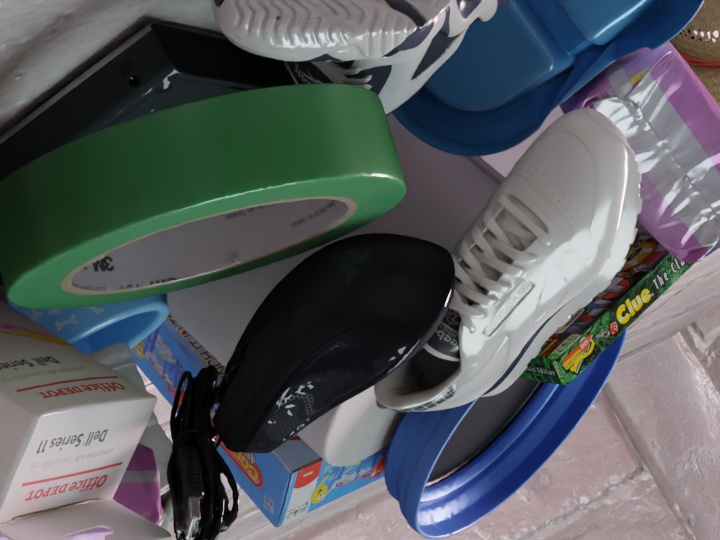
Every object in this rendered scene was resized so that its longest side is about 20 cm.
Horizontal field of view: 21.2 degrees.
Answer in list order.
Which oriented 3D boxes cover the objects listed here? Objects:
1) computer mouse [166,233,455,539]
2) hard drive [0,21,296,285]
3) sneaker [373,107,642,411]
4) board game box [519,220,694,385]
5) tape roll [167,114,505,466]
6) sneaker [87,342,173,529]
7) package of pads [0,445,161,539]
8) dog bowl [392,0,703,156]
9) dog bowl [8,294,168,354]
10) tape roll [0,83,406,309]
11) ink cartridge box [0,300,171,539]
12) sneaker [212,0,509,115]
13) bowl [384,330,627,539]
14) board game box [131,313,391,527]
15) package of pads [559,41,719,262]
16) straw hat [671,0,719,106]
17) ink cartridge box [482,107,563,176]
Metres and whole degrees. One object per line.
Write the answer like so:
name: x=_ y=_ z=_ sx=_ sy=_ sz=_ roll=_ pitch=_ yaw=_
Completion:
computer mouse: x=-0.038 y=0.045 z=1.006 sx=0.200 sy=0.053 sz=0.139 roll=-39 pitch=-151 yaw=19
hard drive: x=-0.143 y=-0.054 z=0.993 sx=0.200 sy=0.033 sz=0.139 roll=-34 pitch=168 yaw=20
sneaker: x=0.077 y=0.001 z=1.020 sx=0.080 sy=0.076 sz=0.200 roll=-11 pitch=138 yaw=-46
board game box: x=0.148 y=-0.004 z=1.143 sx=0.200 sy=0.023 sz=0.105 roll=-40 pitch=-157 yaw=-27
tape roll: x=0.000 y=0.000 z=1.169 sx=0.203 sy=0.139 sz=0.203 roll=-43 pitch=161 yaw=-19
sneaker: x=-0.181 y=0.139 z=1.203 sx=0.074 sy=0.116 sz=0.200 roll=-21 pitch=167 yaw=-43
package of pads: x=-0.215 y=0.158 z=1.066 sx=0.199 sy=0.076 sz=0.121 roll=0 pitch=130 yaw=-18
dog bowl: x=0.098 y=-0.145 z=1.018 sx=0.200 sy=0.112 sz=0.050 roll=-35 pitch=-179 yaw=23
dog bowl: x=-0.202 y=0.047 z=1.208 sx=0.200 sy=0.050 sz=0.111 roll=-36 pitch=167 yaw=26
tape roll: x=-0.079 y=-0.033 z=0.929 sx=0.200 sy=0.048 sz=0.200 roll=-16 pitch=172 yaw=-2
ink cartridge box: x=-0.188 y=0.069 z=0.987 sx=0.067 sy=0.200 sz=0.117 roll=-65 pitch=159 yaw=12
sneaker: x=-0.013 y=-0.112 z=0.940 sx=0.199 sy=0.080 sz=0.130 roll=-32 pitch=165 yaw=-47
bowl: x=0.093 y=0.086 z=1.244 sx=0.200 sy=0.039 sz=0.201 roll=-39 pitch=154 yaw=-24
board game box: x=-0.033 y=0.055 z=1.302 sx=0.195 sy=0.200 sz=0.056 roll=-21 pitch=143 yaw=-34
package of pads: x=0.164 y=-0.096 z=1.127 sx=0.076 sy=0.121 sz=0.200 roll=-33 pitch=-159 yaw=10
straw hat: x=0.254 y=-0.176 z=1.290 sx=0.201 sy=0.201 sz=0.085 roll=-28 pitch=127 yaw=-7
ink cartridge box: x=0.147 y=-0.088 z=1.426 sx=0.145 sy=0.084 sz=0.200 roll=-36 pitch=167 yaw=30
